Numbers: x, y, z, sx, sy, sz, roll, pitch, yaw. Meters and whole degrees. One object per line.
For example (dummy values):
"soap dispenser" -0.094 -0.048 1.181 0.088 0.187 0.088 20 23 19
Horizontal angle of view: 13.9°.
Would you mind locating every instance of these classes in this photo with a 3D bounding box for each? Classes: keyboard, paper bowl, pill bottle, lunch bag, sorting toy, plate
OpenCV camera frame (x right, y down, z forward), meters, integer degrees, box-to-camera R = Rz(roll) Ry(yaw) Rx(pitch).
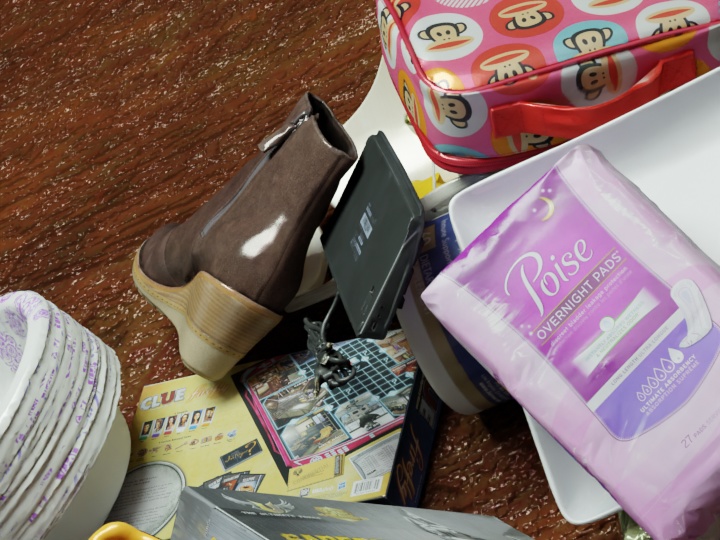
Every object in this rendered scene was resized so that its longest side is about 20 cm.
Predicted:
"keyboard" 0.000 0.000 1.642 0.127 0.021 0.200 -64 12 12
"paper bowl" -0.214 0.119 1.741 0.201 0.104 0.201 -42 25 25
"pill bottle" 0.124 -0.006 1.636 0.200 0.111 0.111 -24 37 14
"lunch bag" 0.118 -0.130 1.671 0.200 0.082 0.176 -14 38 -6
"sorting toy" 0.024 -0.051 1.791 0.180 0.107 0.200 -29 36 22
"plate" 0.167 0.010 1.534 0.200 0.032 0.200 -25 66 13

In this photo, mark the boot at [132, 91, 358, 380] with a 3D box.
"boot" -0.064 -0.033 1.791 0.166 0.072 0.200 -58 21 11

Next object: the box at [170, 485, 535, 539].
"box" 0.028 0.159 1.454 0.158 0.200 0.048 26 104 55

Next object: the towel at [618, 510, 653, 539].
"towel" 0.223 0.079 1.525 0.200 0.036 0.148 -20 37 21

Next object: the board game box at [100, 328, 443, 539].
"board game box" -0.051 0.108 1.712 0.200 0.035 0.136 -13 41 28

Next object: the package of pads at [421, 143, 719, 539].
"package of pads" 0.139 0.042 1.476 0.121 0.076 0.200 -45 64 2

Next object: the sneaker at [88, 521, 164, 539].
"sneaker" -0.087 0.197 1.601 0.078 0.077 0.200 -46 38 -19
